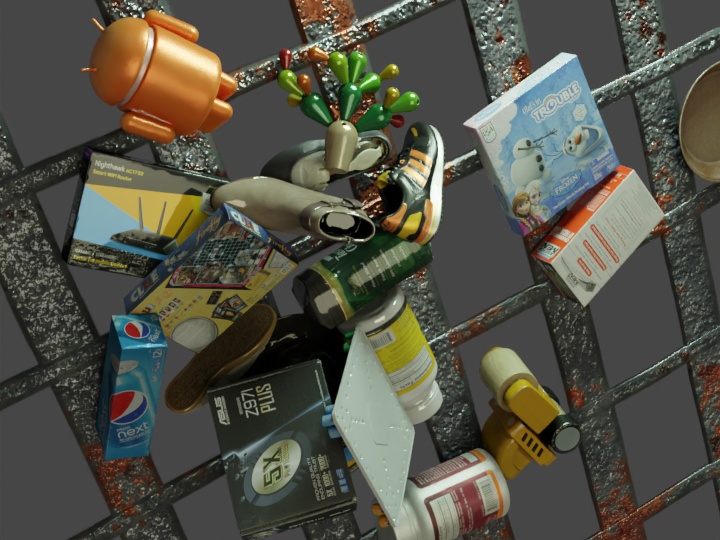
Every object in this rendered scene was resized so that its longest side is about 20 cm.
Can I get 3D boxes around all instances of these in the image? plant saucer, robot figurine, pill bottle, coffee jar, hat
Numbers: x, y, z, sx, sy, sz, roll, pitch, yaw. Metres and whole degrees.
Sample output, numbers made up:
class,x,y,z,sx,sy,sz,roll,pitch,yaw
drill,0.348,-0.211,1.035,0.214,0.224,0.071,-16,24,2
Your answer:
class,x,y,z,sx,sy,sz,roll,pitch,yaw
plant saucer,0.590,-0.247,1.937,0.197,0.037,0.204,-8,108,-24
robot figurine,-0.254,-0.244,1.490,0.198,0.117,0.146,21,102,-30
pill bottle,0.124,0.366,1.857,0.197,0.114,0.116,-19,113,-19
coffee jar,0.000,0.000,1.691,0.199,0.104,0.086,-34,109,-13
hat,-0.076,0.158,1.716,0.197,0.081,0.204,-7,108,-24
pill bottle,0.048,0.126,1.749,0.110,0.111,0.202,-32,117,-13

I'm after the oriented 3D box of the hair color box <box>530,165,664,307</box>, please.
class,x,y,z,sx,sy,sz,roll,pitch,yaw
hair color box,0.376,-0.057,1.878,0.200,0.064,0.111,-48,120,-7

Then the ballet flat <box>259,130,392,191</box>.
class,x,y,z,sx,sy,sz,roll,pitch,yaw
ballet flat,-0.042,-0.149,1.646,0.197,0.073,0.074,-19,113,-19

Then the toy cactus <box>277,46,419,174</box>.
class,x,y,z,sx,sy,sz,roll,pitch,yaw
toy cactus,-0.025,-0.215,1.608,0.197,0.102,0.168,12,80,-14

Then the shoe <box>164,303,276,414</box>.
class,x,y,z,sx,sy,sz,roll,pitch,yaw
shoe,-0.195,0.126,1.669,0.200,0.070,0.054,-43,159,-11

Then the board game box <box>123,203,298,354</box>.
class,x,y,z,sx,sy,sz,roll,pitch,yaw
board game box,-0.197,0.014,1.567,0.199,0.035,0.135,-40,133,18

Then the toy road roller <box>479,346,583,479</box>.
class,x,y,z,sx,sy,sz,roll,pitch,yaw
toy road roller,0.242,0.236,1.873,0.146,0.123,0.200,-43,120,5

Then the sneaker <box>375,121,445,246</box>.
class,x,y,z,sx,sy,sz,roll,pitch,yaw
sneaker,0.064,-0.134,1.650,0.089,0.070,0.203,16,55,-24

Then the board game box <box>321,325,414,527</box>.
class,x,y,z,sx,sy,sz,roll,pitch,yaw
board game box,0.014,0.212,1.621,0.025,0.201,0.202,-17,118,21

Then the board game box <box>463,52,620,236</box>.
class,x,y,z,sx,sy,sz,roll,pitch,yaw
board game box,0.278,-0.190,1.801,0.199,0.043,0.201,-36,116,-12

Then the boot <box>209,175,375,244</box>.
class,x,y,z,sx,sy,sz,roll,pitch,yaw
boot,-0.082,-0.075,1.553,0.197,0.146,0.072,1,103,-30

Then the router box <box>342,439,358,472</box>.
class,x,y,z,sx,sy,sz,roll,pitch,yaw
router box,-0.079,0.284,1.722,0.198,0.051,0.150,-32,153,-12

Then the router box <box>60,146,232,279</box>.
class,x,y,z,sx,sy,sz,roll,pitch,yaw
router box,-0.281,-0.067,1.564,0.197,0.051,0.152,10,99,-28

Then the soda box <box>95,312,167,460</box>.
class,x,y,z,sx,sy,sz,roll,pitch,yaw
soda box,-0.305,0.155,1.574,0.063,0.068,0.202,-3,129,-25

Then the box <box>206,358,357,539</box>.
class,x,y,z,sx,sy,sz,roll,pitch,yaw
box,-0.105,0.242,1.598,0.161,0.086,0.203,-14,73,-5
